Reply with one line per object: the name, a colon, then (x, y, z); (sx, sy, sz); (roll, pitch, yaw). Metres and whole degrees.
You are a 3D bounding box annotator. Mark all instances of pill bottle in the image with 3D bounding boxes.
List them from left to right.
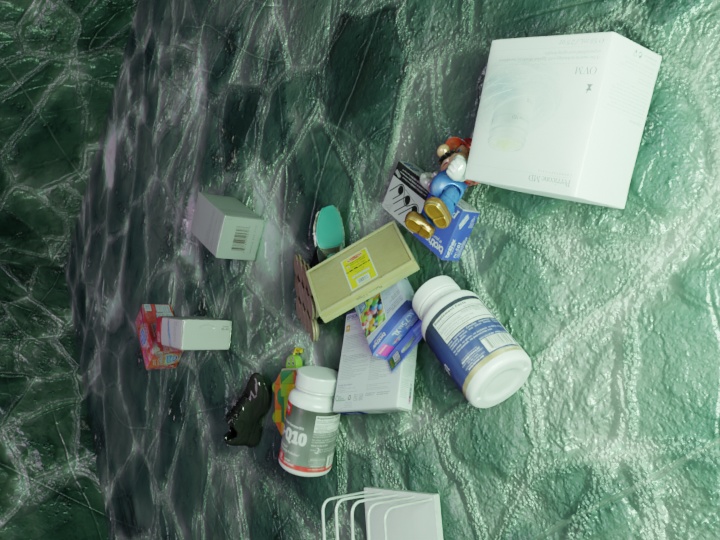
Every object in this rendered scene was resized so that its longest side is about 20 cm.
pill bottle: (-0.100, 0.307, 1.307); (0.113, 0.113, 0.203); (18, 101, 52)
pill bottle: (0.163, 0.102, 0.981); (0.201, 0.110, 0.112); (55, 128, 41)

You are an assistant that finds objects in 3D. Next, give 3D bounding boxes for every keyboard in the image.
keyboard: (-0.087, 0.048, 1.321); (0.201, 0.020, 0.128); (111, 149, -61)

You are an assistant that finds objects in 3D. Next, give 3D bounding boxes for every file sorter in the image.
file sorter: (0.033, 0.465, 1.107); (0.199, 0.123, 0.141); (-19, 71, 51)

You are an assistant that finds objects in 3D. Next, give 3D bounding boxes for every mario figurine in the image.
mario figurine: (0.128, -0.148, 0.998); (0.122, 0.201, 0.107); (6, 135, 31)

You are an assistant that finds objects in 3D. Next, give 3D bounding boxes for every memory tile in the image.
memory tile: (-0.117, 0.054, 1.366); (0.200, 0.017, 0.155); (-136, 42, -68)

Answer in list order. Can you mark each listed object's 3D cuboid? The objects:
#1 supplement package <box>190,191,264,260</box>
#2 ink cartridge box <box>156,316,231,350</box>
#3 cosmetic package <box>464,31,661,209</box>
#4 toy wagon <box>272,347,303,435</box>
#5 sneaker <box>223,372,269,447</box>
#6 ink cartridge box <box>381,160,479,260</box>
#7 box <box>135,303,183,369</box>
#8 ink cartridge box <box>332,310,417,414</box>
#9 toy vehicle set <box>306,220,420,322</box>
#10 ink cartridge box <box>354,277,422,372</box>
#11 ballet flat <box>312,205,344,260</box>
supplement package: (-0.359, -0.119, 1.691); (0.200, 0.116, 0.118); (36, 116, 48)
ink cartridge box: (-0.474, 0.174, 1.791); (0.199, 0.146, 0.087); (2, 88, 54)
cosmetic package: (0.267, -0.203, 0.866); (0.199, 0.122, 0.203); (21, 105, 52)
toy wagon: (-0.153, 0.277, 1.443); (0.154, 0.039, 0.203); (-13, 76, 51)
sneaker: (-0.285, 0.350, 1.569); (0.076, 0.090, 0.202); (27, 107, 53)
ink cartridge box: (0.118, -0.108, 1.116); (0.200, 0.044, 0.095); (46, 124, 45)
box: (-0.659, 0.214, 2.072); (0.095, 0.102, 0.201); (-56, 48, 34)
ink cartridge box: (0.030, 0.167, 1.196); (0.195, 0.043, 0.202); (-18, 57, 51)
toy vehicle set: (0.000, 0.000, 1.167); (0.199, 0.027, 0.125); (-30, 42, 8)
ink cartridge box: (0.049, 0.072, 1.152); (0.120, 0.042, 0.201); (-52, 38, 24)
ballet flat: (-0.067, -0.035, 1.339); (0.071, 0.071, 0.203); (-21, 72, 50)
